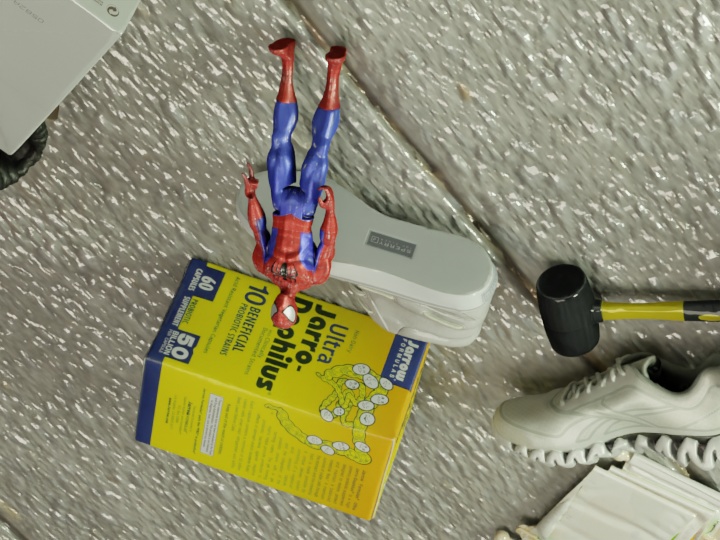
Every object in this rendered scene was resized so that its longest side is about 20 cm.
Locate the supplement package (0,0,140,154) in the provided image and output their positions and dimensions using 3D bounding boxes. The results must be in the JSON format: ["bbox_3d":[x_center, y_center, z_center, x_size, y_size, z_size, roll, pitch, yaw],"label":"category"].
[{"bbox_3d":[-0.209,-0.214,1.400,0.151,0.201,0.151,35,137,-15],"label":"supplement package"}]

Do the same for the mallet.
[{"bbox_3d":[0.225,0.036,1.610,0.198,0.041,0.066,5,137,13],"label":"mallet"}]

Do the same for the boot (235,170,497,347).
[{"bbox_3d":[0.000,0.000,1.640,0.199,0.074,0.096,23,148,9],"label":"boot"}]

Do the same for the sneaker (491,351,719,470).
[{"bbox_3d":[0.191,0.098,1.672,0.199,0.075,0.082,-3,120,23],"label":"sneaker"}]

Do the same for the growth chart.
[{"bbox_3d":[0.215,0.211,1.812,0.144,0.018,0.200,31,138,-11],"label":"growth chart"}]

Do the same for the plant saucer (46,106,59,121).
[{"bbox_3d":[-0.276,-0.175,1.518,0.200,0.200,0.032,36,95,-16],"label":"plant saucer"}]

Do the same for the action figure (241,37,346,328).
[{"bbox_3d":[-0.046,-0.055,1.552,0.065,0.052,0.201,8,111,9],"label":"action figure"}]

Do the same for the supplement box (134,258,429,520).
[{"bbox_3d":[-0.061,0.091,1.733,0.199,0.109,0.110,18,139,4],"label":"supplement box"}]

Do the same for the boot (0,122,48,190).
[{"bbox_3d":[-0.309,-0.129,1.524,0.158,0.211,0.079,47,108,15],"label":"boot"}]
